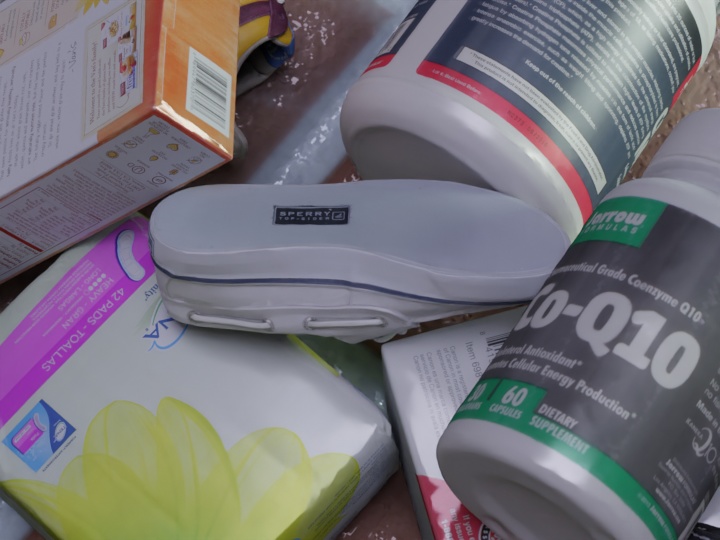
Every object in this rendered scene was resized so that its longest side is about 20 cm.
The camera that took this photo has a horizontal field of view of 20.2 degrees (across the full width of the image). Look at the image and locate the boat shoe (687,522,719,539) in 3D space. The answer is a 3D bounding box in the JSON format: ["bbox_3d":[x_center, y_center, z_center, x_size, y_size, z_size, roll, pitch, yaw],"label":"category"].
[{"bbox_3d":[0.228,0.128,0.859,0.199,0.070,0.067,12,92,24],"label":"boat shoe"}]

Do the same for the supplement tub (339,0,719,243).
[{"bbox_3d":[0.095,-0.111,1.041,0.140,0.141,0.200,31,69,16],"label":"supplement tub"}]

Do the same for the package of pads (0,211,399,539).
[{"bbox_3d":[-0.097,0.078,0.998,0.200,0.068,0.155,39,73,19],"label":"package of pads"}]

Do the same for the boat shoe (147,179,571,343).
[{"bbox_3d":[0.000,0.000,0.961,0.199,0.066,0.074,6,40,10],"label":"boat shoe"}]

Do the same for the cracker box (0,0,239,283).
[{"bbox_3d":[-0.149,-0.083,1.017,0.199,0.058,0.135,-24,50,33],"label":"cracker box"}]

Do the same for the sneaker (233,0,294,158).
[{"bbox_3d":[-0.072,-0.153,1.112,0.090,0.075,0.201,17,72,1],"label":"sneaker"}]

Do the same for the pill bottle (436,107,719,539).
[{"bbox_3d":[0.130,0.033,0.893,0.113,0.113,0.200,30,68,15],"label":"pill bottle"}]

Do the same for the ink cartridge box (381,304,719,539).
[{"bbox_3d":[0.123,0.089,0.975,0.199,0.084,0.146,-14,64,-4],"label":"ink cartridge box"}]
